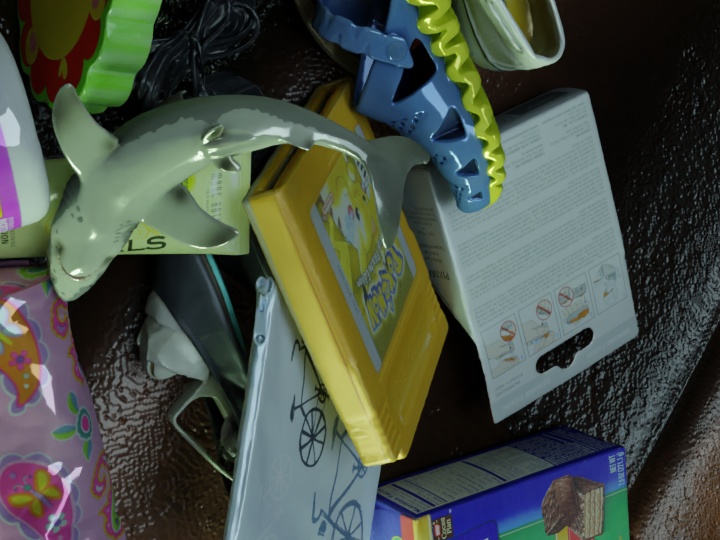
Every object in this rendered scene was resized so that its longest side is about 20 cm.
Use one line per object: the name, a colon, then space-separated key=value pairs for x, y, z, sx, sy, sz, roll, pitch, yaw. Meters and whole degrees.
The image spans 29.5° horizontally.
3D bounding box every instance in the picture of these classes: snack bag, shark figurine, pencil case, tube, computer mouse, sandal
snack bag: x=-0.032 y=0.112 z=0.860 sx=0.200 sy=0.021 sz=0.190 roll=23 pitch=73 yaw=-63
shark figurine: x=-0.076 y=-0.070 z=0.719 sx=0.213 sy=0.090 sz=0.129 roll=-13 pitch=122 yaw=5
pencil case: x=-0.189 y=0.097 z=0.783 sx=0.087 sy=0.087 sz=0.201 roll=-20 pitch=107 yaw=-31
tube: x=-0.159 y=-0.036 z=0.765 sx=0.199 sy=0.058 sz=0.052 roll=-4 pitch=74 yaw=-15
computer mouse: x=-0.079 y=-0.065 z=0.850 sx=0.201 sy=0.052 sz=0.139 roll=64 pitch=35 yaw=-23
sandal: x=0.032 y=-0.122 z=0.875 sx=0.087 sy=0.080 sz=0.201 roll=-24 pitch=114 yaw=4

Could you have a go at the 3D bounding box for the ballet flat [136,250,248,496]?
ballet flat: x=-0.096 y=0.064 z=0.850 sx=0.073 sy=0.073 sz=0.201 roll=-36 pitch=118 yaw=-26

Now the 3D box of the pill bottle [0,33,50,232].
pill bottle: x=-0.261 y=-0.049 z=0.665 sx=0.199 sy=0.104 sz=0.105 roll=-16 pitch=105 yaw=-16

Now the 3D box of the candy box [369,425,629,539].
candy box: x=0.104 y=0.223 z=0.998 sx=0.199 sy=0.077 sz=0.170 roll=-13 pitch=103 yaw=-31

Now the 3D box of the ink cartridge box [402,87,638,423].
ink cartridge box: x=0.120 y=-0.013 z=1.004 sx=0.160 sy=0.047 sz=0.201 roll=-27 pitch=112 yaw=-29

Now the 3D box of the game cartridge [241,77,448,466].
game cartridge: x=0.000 y=0.000 z=0.868 sx=0.201 sy=0.032 sz=0.177 roll=65 pitch=24 yaw=-23

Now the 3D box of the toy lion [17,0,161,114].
toy lion: x=-0.136 y=-0.186 z=0.723 sx=0.068 sy=0.200 sz=0.193 roll=3 pitch=76 yaw=-33

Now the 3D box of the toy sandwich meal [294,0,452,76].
toy sandwich meal: x=0.037 y=-0.223 z=0.906 sx=0.204 sy=0.070 sz=0.207 roll=-4 pitch=98 yaw=-34

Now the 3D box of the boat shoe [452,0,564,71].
boat shoe: x=0.083 y=-0.216 z=0.848 sx=0.074 sy=0.086 sz=0.203 roll=-33 pitch=115 yaw=-27
